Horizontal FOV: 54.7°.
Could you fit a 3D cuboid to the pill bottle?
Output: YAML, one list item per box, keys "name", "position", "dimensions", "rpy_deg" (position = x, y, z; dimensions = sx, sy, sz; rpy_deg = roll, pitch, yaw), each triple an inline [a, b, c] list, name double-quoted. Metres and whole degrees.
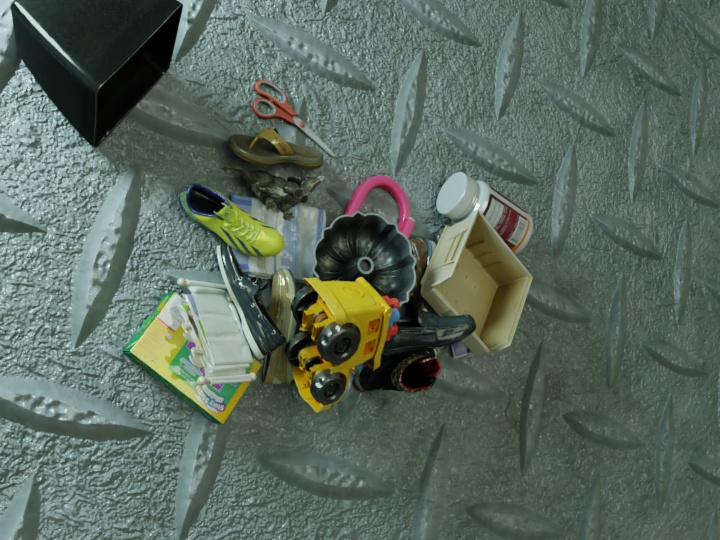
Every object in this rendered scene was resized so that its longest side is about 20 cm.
- name: "pill bottle"
  position: [0.265, -0.119, 1.491]
  dimensions: [0.198, 0.113, 0.116]
  rpy_deg: [29, 70, -26]

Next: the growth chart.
- name: "growth chart"
  position: [-0.235, 0.096, 1.123]
  dimensions: [0.143, 0.018, 0.203]
  rpy_deg: [18, 44, -50]

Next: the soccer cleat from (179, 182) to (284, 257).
- name: "soccer cleat"
  position: [-0.217, -0.082, 1.179]
  dimensions: [0.197, 0.084, 0.066]
  rpy_deg: [29, 72, -12]

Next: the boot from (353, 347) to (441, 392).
- name: "boot"
  position: [0.101, 0.185, 1.325]
  dimensions: [0.196, 0.149, 0.075]
  rpy_deg: [-11, 89, -33]

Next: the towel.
- name: "towel"
  position: [-0.149, -0.055, 1.274]
  dimensions: [0.196, 0.024, 0.151]
  rpy_deg: [7, 79, -31]

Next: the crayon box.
- name: "crayon box"
  position: [-0.274, 0.146, 1.147]
  dimensions: [0.200, 0.058, 0.120]
  rpy_deg: [44, 64, -20]

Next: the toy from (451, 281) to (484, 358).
- name: "toy"
  position: [0.231, 0.075, 1.483]
  dimensions: [0.113, 0.047, 0.205]
  rpy_deg: [-9, 89, -35]

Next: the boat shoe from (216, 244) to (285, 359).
- name: "boat shoe"
  position: [-0.181, 0.044, 1.173]
  dimensions: [0.065, 0.075, 0.203]
  rpy_deg: [-22, 84, 1]

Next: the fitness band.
- name: "fitness band"
  position: [0.033, -0.092, 1.386]
  dimensions: [0.143, 0.037, 0.203]
  rpy_deg: [36, 65, -23]

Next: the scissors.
- name: "scissors"
  position: [-0.120, -0.291, 1.328]
  dimensions: [0.197, 0.014, 0.075]
  rpy_deg: [25, 69, -26]

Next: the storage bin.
- name: "storage bin"
  position: [0.233, 0.028, 1.398]
  dimensions: [0.200, 0.093, 0.200]
  rpy_deg: [46, 50, -22]

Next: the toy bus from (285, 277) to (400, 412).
- name: "toy bus"
  position: [-0.017, 0.114, 1.168]
  dimensions: [0.188, 0.136, 0.204]
  rpy_deg: [-7, 123, -32]

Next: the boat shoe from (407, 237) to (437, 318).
- name: "boat shoe"
  position: [0.108, 0.032, 1.404]
  dimensions: [0.071, 0.072, 0.205]
  rpy_deg: [14, 67, -25]

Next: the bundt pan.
- name: "bundt pan"
  position: [0.000, 0.000, 1.282]
  dimensions: [0.197, 0.076, 0.207]
  rpy_deg: [4, 75, -15]

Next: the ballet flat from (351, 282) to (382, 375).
- name: "ballet flat"
  position: [-0.009, 0.096, 1.325]
  dimensions: [0.070, 0.069, 0.204]
  rpy_deg: [20, 68, -9]

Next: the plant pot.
- name: "plant pot"
  position: [-0.409, -0.348, 1.056]
  dimensions: [0.176, 0.199, 0.201]
  rpy_deg: [38, 65, -10]

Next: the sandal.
- name: "sandal"
  position: [-0.148, -0.227, 1.259]
  dimensions: [0.196, 0.081, 0.055]
  rpy_deg: [2, 127, -36]

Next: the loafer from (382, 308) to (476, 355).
- name: "loafer"
  position: [0.120, 0.106, 1.303]
  dimensions: [0.195, 0.068, 0.072]
  rpy_deg: [-10, 104, -3]

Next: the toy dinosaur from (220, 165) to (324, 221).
- name: "toy dinosaur"
  position: [-0.158, -0.146, 1.251]
  dimensions: [0.195, 0.103, 0.079]
  rpy_deg: [6, 112, -20]

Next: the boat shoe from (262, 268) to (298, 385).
- name: "boat shoe"
  position: [-0.150, 0.100, 1.225]
  dimensions: [0.074, 0.071, 0.206]
  rpy_deg: [-2, 88, -18]
